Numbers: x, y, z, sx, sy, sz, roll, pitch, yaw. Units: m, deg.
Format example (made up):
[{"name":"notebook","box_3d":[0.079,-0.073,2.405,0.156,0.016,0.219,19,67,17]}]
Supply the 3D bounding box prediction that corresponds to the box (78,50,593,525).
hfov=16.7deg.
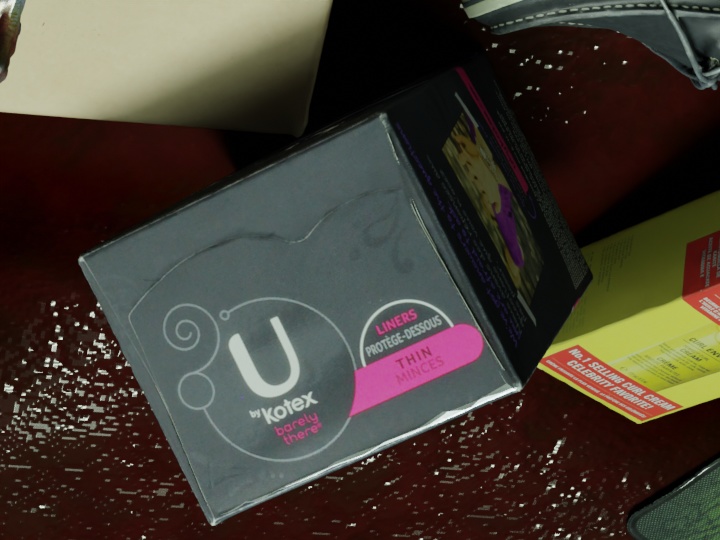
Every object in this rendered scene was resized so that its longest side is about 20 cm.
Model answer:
[{"name":"box","box_3d":[0.000,0.000,0.887,0.122,0.200,0.106,-25,94,16]}]

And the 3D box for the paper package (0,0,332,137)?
[{"name":"paper package","box_3d":[-0.099,-0.148,0.806,0.199,0.104,0.191,4,134,-13]}]

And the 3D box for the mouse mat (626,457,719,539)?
[{"name":"mouse mat","box_3d":[0.248,0.108,1.182,0.200,0.008,0.161,-37,129,25]}]

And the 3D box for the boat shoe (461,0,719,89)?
[{"name":"boat shoe","box_3d":[0.137,-0.095,0.907,0.199,0.075,0.063,-2,94,-10]}]

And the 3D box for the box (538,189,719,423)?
[{"name":"box","box_3d":[0.160,0.004,0.985,0.075,0.050,0.200,30,147,-30]}]

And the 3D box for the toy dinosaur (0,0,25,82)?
[{"name":"toy dinosaur","box_3d":[-0.143,-0.143,0.682,0.200,0.105,0.182,-34,142,-31]}]
